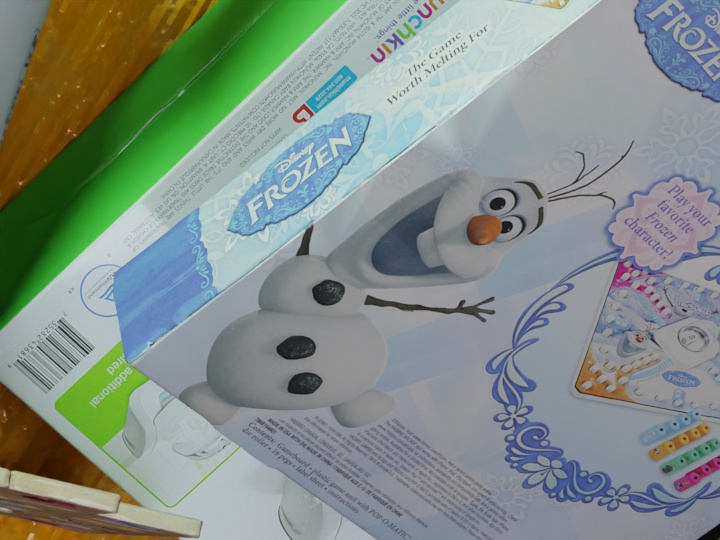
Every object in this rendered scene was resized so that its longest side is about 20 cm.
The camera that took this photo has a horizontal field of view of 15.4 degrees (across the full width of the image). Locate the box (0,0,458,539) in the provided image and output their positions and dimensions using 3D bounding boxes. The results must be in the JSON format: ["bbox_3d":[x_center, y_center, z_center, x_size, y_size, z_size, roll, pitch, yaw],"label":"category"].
[{"bbox_3d":[0.000,0.000,0.882,0.200,0.097,0.176,-44,114,8],"label":"box"}]

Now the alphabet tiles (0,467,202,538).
[{"bbox_3d":[-0.144,0.062,0.836,0.166,0.200,0.008,15,80,-16],"label":"alphabet tiles"}]

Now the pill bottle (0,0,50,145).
[{"bbox_3d":[-0.158,-0.063,0.798,0.113,0.113,0.201,19,91,-18],"label":"pill bottle"}]

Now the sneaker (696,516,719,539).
[{"bbox_3d":[0.116,0.079,0.877,0.072,0.199,0.072,-13,104,-49],"label":"sneaker"}]

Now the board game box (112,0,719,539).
[{"bbox_3d":[0.067,0.005,0.780,0.199,0.044,0.200,-36,131,18],"label":"board game box"}]
